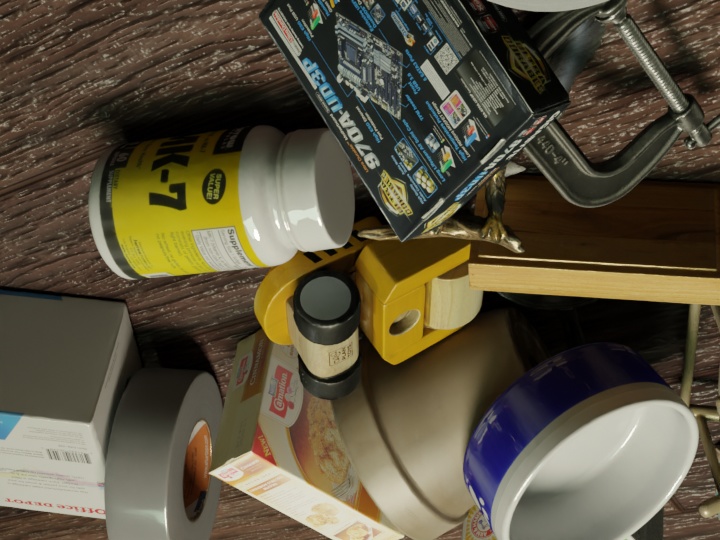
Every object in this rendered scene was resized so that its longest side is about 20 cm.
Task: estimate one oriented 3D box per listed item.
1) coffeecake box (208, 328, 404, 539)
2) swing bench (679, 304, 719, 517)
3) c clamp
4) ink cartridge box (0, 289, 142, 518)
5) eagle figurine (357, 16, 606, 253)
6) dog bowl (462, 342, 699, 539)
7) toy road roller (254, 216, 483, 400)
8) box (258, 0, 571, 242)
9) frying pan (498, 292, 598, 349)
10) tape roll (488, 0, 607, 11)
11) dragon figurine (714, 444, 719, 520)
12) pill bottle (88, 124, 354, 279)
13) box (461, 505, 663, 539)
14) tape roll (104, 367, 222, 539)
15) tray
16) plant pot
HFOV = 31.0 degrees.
[{"bbox_3d":[-0.042,0.169,1.306,0.199,0.155,0.073,33,137,-28],"label":"coffeecake box"},{"bbox_3d":[0.389,0.105,1.141,0.197,0.131,0.200,-9,140,2],"label":"swing bench"},{"bbox_3d":[0.184,-0.129,0.903,0.171,0.027,0.199,-46,131,12],"label":"c clamp"},{"bbox_3d":[-0.312,0.142,1.343,0.144,0.147,0.201,6,143,5],"label":"ink cartridge box"},{"bbox_3d":[0.089,-0.115,0.957,0.150,0.150,0.203,-12,116,-35],"label":"eagle figurine"},{"bbox_3d":[0.191,0.163,1.130,0.198,0.079,0.202,-18,134,-19],"label":"dog bowl"},{"bbox_3d":[0.000,0.000,1.132,0.198,0.147,0.124,-24,148,-16],"label":"toy road roller"},{"bbox_3d":[0.030,-0.145,0.871,0.201,0.046,0.159,57,137,11],"label":"box"},{"bbox_3d":[0.191,0.015,1.153,0.114,0.031,0.189,-23,135,36],"label":"frying pan"},{"bbox_3d":[0.114,-0.255,0.749,0.197,0.067,0.202,-3,130,-3],"label":"tape roll"},{"bbox_3d":[0.416,0.217,1.338,0.098,0.059,0.201,-4,141,18],"label":"dragon figurine"},{"bbox_3d":[-0.111,-0.057,1.063,0.197,0.115,0.115,-6,140,19],"label":"pill bottle"},{"bbox_3d":[0.218,0.267,1.407,0.198,0.114,0.101,-17,136,33],"label":"box"},{"bbox_3d":[-0.198,0.203,1.337,0.065,0.202,0.201,4,143,10],"label":"tape roll"},{"bbox_3d":[0.189,-0.028,1.041,0.197,0.100,0.037,4,142,9],"label":"tray"},{"bbox_3d":[0.093,0.125,1.210,0.172,0.202,0.200,-29,130,20],"label":"plant pot"}]
